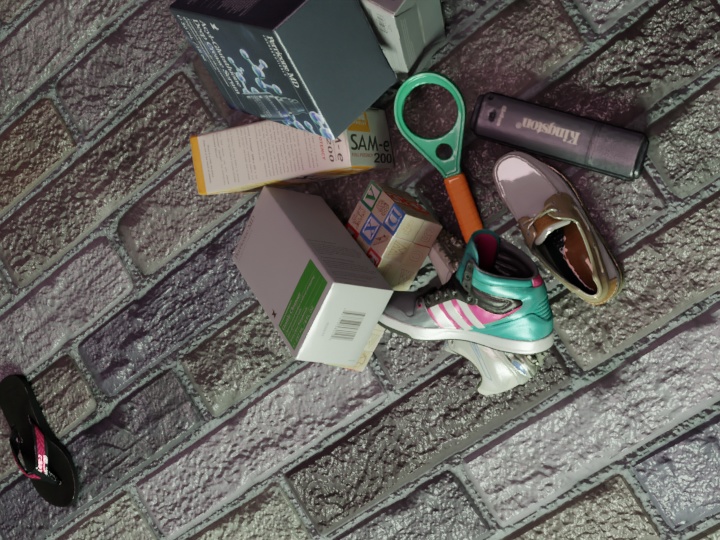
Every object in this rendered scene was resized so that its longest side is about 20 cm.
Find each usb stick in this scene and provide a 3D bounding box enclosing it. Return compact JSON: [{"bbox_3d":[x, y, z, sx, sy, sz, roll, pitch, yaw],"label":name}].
[{"bbox_3d":[0.217,-0.148,1.337,0.200,0.033,0.055,19,103,22],"label":"usb stick"}]

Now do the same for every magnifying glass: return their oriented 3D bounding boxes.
[{"bbox_3d":[0.097,-0.127,1.373,0.080,0.022,0.200,-18,104,14],"label":"magnifying glass"}]

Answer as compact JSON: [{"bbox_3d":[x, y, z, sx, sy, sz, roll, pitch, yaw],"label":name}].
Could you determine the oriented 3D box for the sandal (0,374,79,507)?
[{"bbox_3d":[-0.451,0.237,1.666,0.075,0.045,0.200,-33,81,23],"label":"sandal"}]

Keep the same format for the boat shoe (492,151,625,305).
[{"bbox_3d":[0.212,-0.050,1.329,0.075,0.068,0.200,-44,77,21],"label":"boat shoe"}]

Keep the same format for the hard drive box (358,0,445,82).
[{"bbox_3d":[-0.013,-0.313,1.349,0.200,0.156,0.077,32,78,17],"label":"hard drive box"}]

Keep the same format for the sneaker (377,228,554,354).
[{"bbox_3d":[0.106,0.015,1.283,0.200,0.084,0.121,7,117,19],"label":"sneaker"}]

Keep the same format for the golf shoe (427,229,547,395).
[{"bbox_3d":[0.117,0.051,1.380,0.097,0.078,0.200,-38,78,28],"label":"golf shoe"}]

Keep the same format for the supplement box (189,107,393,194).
[{"bbox_3d":[-0.079,-0.137,1.420,0.200,0.126,0.074,-9,90,25],"label":"supplement box"}]

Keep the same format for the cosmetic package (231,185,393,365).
[{"bbox_3d":[-0.057,0.004,1.357,0.200,0.085,0.108,50,123,46],"label":"cosmetic package"}]

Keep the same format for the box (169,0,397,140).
[{"bbox_3d":[-0.084,-0.245,1.314,0.107,0.148,0.200,-46,40,-20],"label":"box"}]

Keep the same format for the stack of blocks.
[{"bbox_3d":[0.000,0.000,1.406,0.200,0.059,0.115,-61,40,17],"label":"stack of blocks"}]
